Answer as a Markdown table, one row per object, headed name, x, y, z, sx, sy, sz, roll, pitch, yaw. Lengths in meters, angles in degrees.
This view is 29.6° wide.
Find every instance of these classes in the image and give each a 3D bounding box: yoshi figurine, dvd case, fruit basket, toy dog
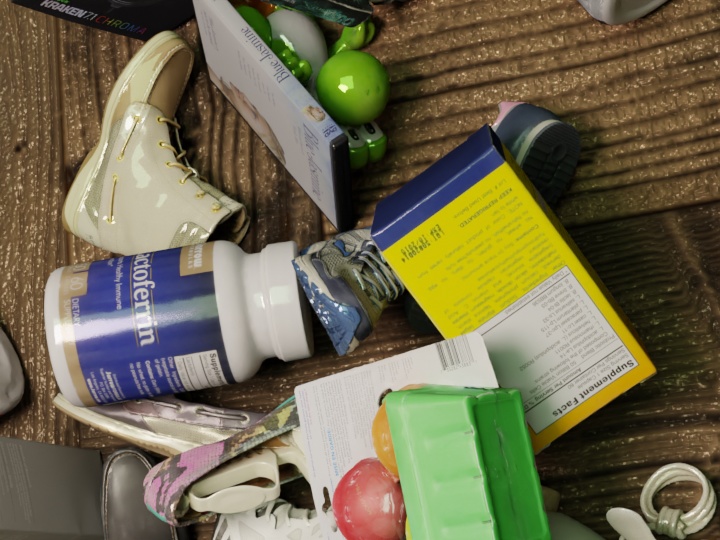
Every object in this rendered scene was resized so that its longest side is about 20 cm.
| name | x | y | z | sx | sy | sz | roll | pitch | yaw |
| --- | --- | --- | --- | --- | --- | --- | --- | --- | --- |
| yoshi figurine | -0.037 | -0.180 | 1.131 | 0.112 | 0.112 | 0.200 | -38 | 72 | 3 |
| dvd case | -0.071 | -0.134 | 1.118 | 0.018 | 0.143 | 0.200 | -34 | 67 | -15 |
| fruit basket | 0.038 | 0.153 | 0.960 | 0.200 | 0.093 | 0.186 | -24 | 75 | 49 |
| toy dog | 0.162 | 0.209 | 0.981 | 0.199 | 0.096 | 0.133 | -8 | 77 | 20 |

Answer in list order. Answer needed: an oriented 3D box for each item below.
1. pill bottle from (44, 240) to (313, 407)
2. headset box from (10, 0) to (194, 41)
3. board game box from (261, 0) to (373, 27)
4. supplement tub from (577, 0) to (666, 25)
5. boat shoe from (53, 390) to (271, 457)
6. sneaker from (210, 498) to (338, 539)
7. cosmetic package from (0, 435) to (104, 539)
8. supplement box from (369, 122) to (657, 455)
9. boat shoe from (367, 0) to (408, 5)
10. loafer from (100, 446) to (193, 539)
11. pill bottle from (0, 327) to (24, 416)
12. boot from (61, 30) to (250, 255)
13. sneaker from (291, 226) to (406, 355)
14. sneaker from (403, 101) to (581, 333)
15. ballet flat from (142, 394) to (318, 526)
| name | x | y | z | sx | sy | sz | roll | pitch | yaw |
| --- | --- | --- | --- | --- | --- | --- | --- | --- | --- |
| pill bottle | -0.142 | 0.039 | 1.092 | 0.199 | 0.116 | 0.116 | -10 | 76 | 1 |
| headset box | -0.174 | -0.292 | 1.142 | 0.199 | 0.174 | 0.093 | -27 | 72 | 30 |
| board game box | -0.064 | -0.298 | 1.085 | 0.028 | 0.135 | 0.201 | -27 | 71 | 32 |
| supplement tub | 0.173 | -0.300 | 1.063 | 0.122 | 0.122 | 0.200 | -40 | 69 | 9 |
| boat shoe | -0.160 | 0.121 | 1.140 | 0.199 | 0.072 | 0.065 | 15 | 80 | 19 |
| sneaker | -0.047 | 0.198 | 1.075 | 0.200 | 0.076 | 0.116 | -41 | 70 | 12 |
| cosmetic package | -0.293 | 0.191 | 1.106 | 0.106 | 0.200 | 0.091 | -22 | 74 | 13 |
| supplement box | 0.109 | 0.011 | 0.989 | 0.109 | 0.110 | 0.200 | -35 | 100 | 11 |
| boat shoe | -0.011 | -0.306 | 1.171 | 0.072 | 0.060 | 0.202 | -46 | 62 | 35 |
| loafer | -0.170 | 0.238 | 1.108 | 0.072 | 0.072 | 0.201 | -17 | 76 | -5 |
| pill bottle | -0.408 | 0.121 | 1.210 | 0.199 | 0.111 | 0.111 | -31 | 70 | 12 |
| boot | -0.156 | -0.091 | 1.177 | 0.154 | 0.072 | 0.201 | 29 | 96 | 24 |
| sneaker | 0.000 | 0.000 | 1.041 | 0.085 | 0.200 | 0.077 | -27 | 104 | 4 |
| sneaker | 0.092 | -0.044 | 1.085 | 0.200 | 0.070 | 0.082 | -53 | 41 | 8 |
| ballet flat | -0.069 | 0.149 | 1.057 | 0.199 | 0.069 | 0.071 | -22 | 35 | -20 |
